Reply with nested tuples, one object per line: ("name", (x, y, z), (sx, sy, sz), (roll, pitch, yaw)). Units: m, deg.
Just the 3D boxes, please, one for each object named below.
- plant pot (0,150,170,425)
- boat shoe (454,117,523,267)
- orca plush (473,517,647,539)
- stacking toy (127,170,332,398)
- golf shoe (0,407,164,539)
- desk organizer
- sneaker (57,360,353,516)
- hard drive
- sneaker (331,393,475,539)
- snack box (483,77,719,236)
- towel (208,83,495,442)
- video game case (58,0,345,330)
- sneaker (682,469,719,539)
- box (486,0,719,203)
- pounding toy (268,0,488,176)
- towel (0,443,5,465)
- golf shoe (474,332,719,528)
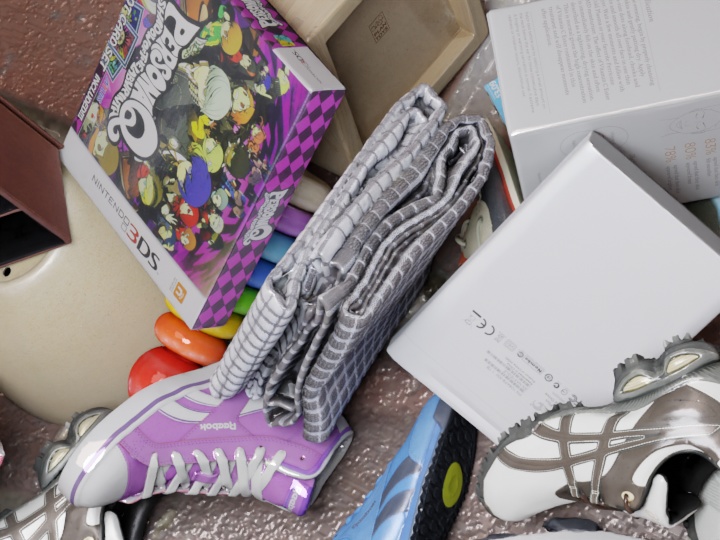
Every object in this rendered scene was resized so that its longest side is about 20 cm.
("plant pot", (-0.216, -0.006, 1.508), (0.200, 0.134, 0.201), (-9, 65, 20))
("boat shoe", (0.095, -0.008, 1.416), (0.062, 0.071, 0.200), (-23, 66, 16))
("orca plush", (0.102, 0.209, 1.310), (0.200, 0.071, 0.105), (-7, 23, -13))
("stacking toy", (-0.100, 0.012, 1.455), (0.085, 0.085, 0.200), (32, 97, 31))
("golf shoe", (-0.203, 0.192, 1.439), (0.094, 0.078, 0.200), (27, 82, 36))
("desk organizer", (-0.263, -0.075, 1.363), (0.072, 0.200, 0.077), (-19, 65, 15))
("sneaker", (-0.091, 0.124, 1.390), (0.200, 0.073, 0.114), (-26, 60, -32))
("hard drive", (0.128, 0.025, 1.321), (0.132, 0.027, 0.200), (40, 120, -6))
("sneaker", (0.015, 0.164, 1.377), (0.078, 0.066, 0.200), (10, 73, 30))
("snack box", (0.176, -0.071, 1.422), (0.116, 0.037, 0.200), (-30, 60, 7))
("towel", (0.000, 0.000, 1.364), (0.086, 0.166, 0.200), (34, 56, 2))
("video game case", (-0.108, -0.094, 1.381), (0.181, 0.036, 0.200), (50, 127, 30))
("sneaker", (0.223, 0.131, 1.298), (0.079, 0.074, 0.200), (-29, 60, 14))
("box", (0.190, -0.111, 1.338), (0.200, 0.124, 0.098), (-10, 61, 6))
("pounding toy", (-0.028, -0.162, 1.481), (0.142, 0.200, 0.184), (28, 67, 30))
("towel", (-0.299, 0.168, 1.458), (0.200, 0.030, 0.146), (-64, 23, 14))
("golf shoe", (0.150, 0.120, 1.282), (0.200, 0.078, 0.095), (-37, 57, 37))
